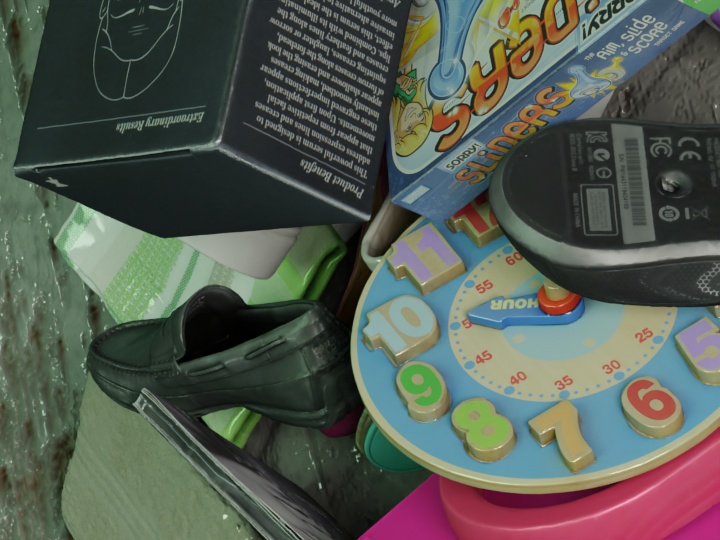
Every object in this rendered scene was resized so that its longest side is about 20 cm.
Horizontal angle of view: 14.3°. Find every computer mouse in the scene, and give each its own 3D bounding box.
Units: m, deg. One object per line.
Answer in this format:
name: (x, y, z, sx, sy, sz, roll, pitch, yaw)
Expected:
computer mouse: (0.155, -0.017, 1.269, 0.053, 0.199, 0.139, 92, -178, -51)

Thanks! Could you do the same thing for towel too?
towel: (-0.095, -0.014, 1.621, 0.200, 0.031, 0.150, 47, 121, 40)
towel: (-0.108, 0.142, 1.626, 0.200, 0.034, 0.133, 48, 133, 41)

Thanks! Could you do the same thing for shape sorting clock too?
shape sorting clock: (0.092, 0.019, 1.304, 0.200, 0.200, 0.039, 36, 155, 44)

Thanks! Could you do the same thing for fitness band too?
fitness band: (0.124, 0.064, 1.306, 0.144, 0.200, 0.038, 34, 153, 52)

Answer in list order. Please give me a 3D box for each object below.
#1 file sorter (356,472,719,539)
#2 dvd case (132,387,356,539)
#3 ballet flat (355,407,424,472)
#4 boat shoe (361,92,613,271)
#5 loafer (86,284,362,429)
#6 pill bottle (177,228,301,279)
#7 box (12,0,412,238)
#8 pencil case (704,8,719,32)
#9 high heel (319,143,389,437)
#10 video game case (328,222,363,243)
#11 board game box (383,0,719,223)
file sorter: (0.110, 0.169, 1.308, 0.200, 0.139, 0.126, 15, 135, 49)
dvd case: (-0.019, 0.141, 1.468, 0.016, 0.149, 0.200, -51, 47, 1)
ballet flat: (0.069, 0.029, 1.448, 0.200, 0.070, 0.071, -44, 56, 37)
boat shoe: (0.063, -0.075, 1.409, 0.071, 0.070, 0.201, 21, 78, 53)
loafer: (-0.075, 0.038, 1.520, 0.200, 0.068, 0.071, 2, 125, 45)
pill bottle: (-0.032, -0.102, 1.498, 0.120, 0.119, 0.201, 41, 103, 42)
box: (-0.063, -0.128, 1.372, 0.148, 0.107, 0.201, -3, 70, 44)
pencil case: (0.152, -0.185, 1.355, 0.084, 0.086, 0.200, -35, 52, -8)
high heel: (0.000, 0.000, 1.494, 0.067, 0.096, 0.201, 46, 118, 44)
video game case: (-0.066, -0.064, 1.633, 0.200, 0.023, 0.183, -48, 53, 35)
board game box: (0.083, -0.129, 1.313, 0.200, 0.034, 0.136, -39, 43, 38)
